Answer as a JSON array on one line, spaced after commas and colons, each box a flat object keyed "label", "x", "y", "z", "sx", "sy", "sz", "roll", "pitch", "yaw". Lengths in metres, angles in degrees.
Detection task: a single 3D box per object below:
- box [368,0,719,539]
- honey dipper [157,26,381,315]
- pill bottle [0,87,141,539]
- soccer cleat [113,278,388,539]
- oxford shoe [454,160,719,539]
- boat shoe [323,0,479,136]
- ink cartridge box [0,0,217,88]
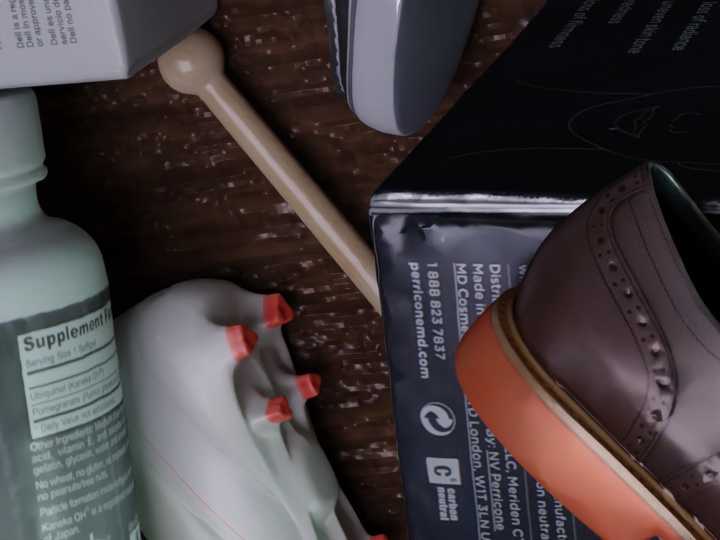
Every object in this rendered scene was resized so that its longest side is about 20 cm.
[{"label": "box", "x": 0.129, "y": 0.003, "z": 0.677, "sx": 0.196, "sy": 0.200, "sz": 0.124, "roll": 0, "pitch": 112, "yaw": 20}, {"label": "honey dipper", "x": 0.000, "y": 0.000, "z": 0.816, "sx": 0.038, "sy": 0.038, "sz": 0.200, "roll": -40, "pitch": 91, "yaw": 28}, {"label": "pill bottle", "x": -0.132, "y": 0.044, "z": 0.804, "sx": 0.110, "sy": 0.111, "sz": 0.201, "roll": -3, "pitch": 100, "yaw": 21}, {"label": "soccer cleat", "x": -0.034, "y": 0.100, "z": 0.853, "sx": 0.077, "sy": 0.069, "sz": 0.201, "roll": -17, "pitch": 96, "yaw": 30}, {"label": "oxford shoe", "x": 0.117, "y": 0.057, "z": 0.551, "sx": 0.200, "sy": 0.071, "sz": 0.073, "roll": 38, "pitch": 115, "yaw": 2}, {"label": "boat shoe", "x": 0.001, "y": -0.143, "z": 0.744, "sx": 0.066, "sy": 0.070, "sz": 0.201, "roll": 12, "pitch": 113, "yaw": 24}, {"label": "ink cartridge box", "x": -0.161, "y": -0.134, "z": 0.796, "sx": 0.199, "sy": 0.083, "sz": 0.147, "roll": -2, "pitch": 109, "yaw": 20}]
